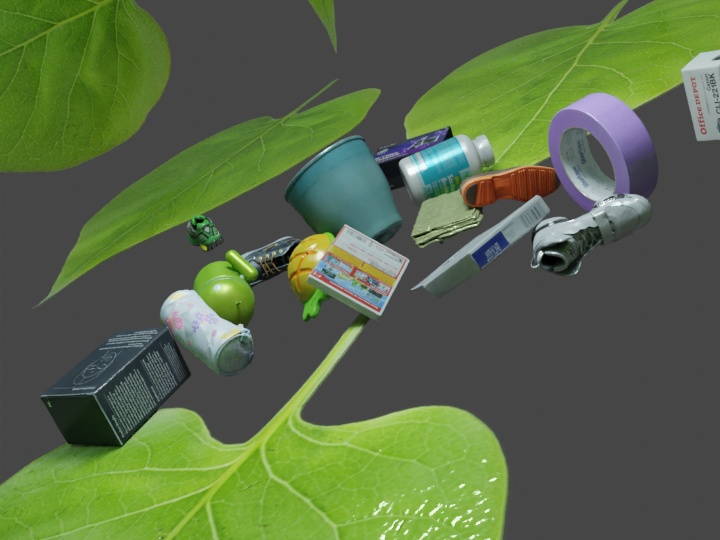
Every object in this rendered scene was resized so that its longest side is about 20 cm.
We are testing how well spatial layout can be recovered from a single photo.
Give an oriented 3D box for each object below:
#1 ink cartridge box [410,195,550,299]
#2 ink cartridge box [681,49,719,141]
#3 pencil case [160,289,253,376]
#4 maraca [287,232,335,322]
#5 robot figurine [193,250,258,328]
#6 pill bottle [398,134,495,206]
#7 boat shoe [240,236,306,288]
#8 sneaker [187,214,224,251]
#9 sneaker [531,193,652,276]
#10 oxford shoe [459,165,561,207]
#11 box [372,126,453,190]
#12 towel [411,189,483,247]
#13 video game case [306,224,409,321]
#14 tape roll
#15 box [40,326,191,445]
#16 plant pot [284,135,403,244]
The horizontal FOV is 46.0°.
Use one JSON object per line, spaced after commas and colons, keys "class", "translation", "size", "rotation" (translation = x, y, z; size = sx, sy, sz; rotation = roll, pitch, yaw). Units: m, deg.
{"class": "ink cartridge box", "translation": [0.201, -0.030, 1.437], "size": [0.199, 0.041, 0.200], "rotation": [-37, 0, -31]}
{"class": "ink cartridge box", "translation": [0.686, -0.314, 1.500], "size": [0.083, 0.146, 0.199], "rotation": [-35, 24, -30]}
{"class": "pencil case", "translation": [-0.273, 0.108, 1.497], "size": [0.199, 0.092, 0.082], "rotation": [28, 14, 40]}
{"class": "maraca", "translation": [-0.080, 0.009, 1.583], "size": [0.138, 0.106, 0.201], "rotation": [-59, 21, 27]}
{"class": "robot figurine", "translation": [-0.266, 0.054, 1.655], "size": [0.176, 0.115, 0.200], "rotation": [-50, 22, 6]}
{"class": "pill bottle", "translation": [0.190, -0.225, 1.848], "size": [0.197, 0.112, 0.111], "rotation": [-23, 21, 2]}
{"class": "boat shoe", "translation": [-0.194, -0.017, 1.807], "size": [0.199, 0.072, 0.090], "rotation": [-34, 19, -30]}
{"class": "sneaker", "translation": [-0.419, -0.115, 2.254], "size": [0.077, 0.086, 0.199], "rotation": [-30, 22, -19]}
{"class": "sneaker", "translation": [0.355, -0.049, 1.323], "size": [0.198, 0.076, 0.115], "rotation": [-18, 22, 28]}
{"class": "oxford shoe", "translation": [0.288, -0.174, 1.645], "size": [0.196, 0.072, 0.073], "rotation": [-6, 24, -3]}
{"class": "box", "translation": [0.128, -0.269, 2.067], "size": [0.197, 0.080, 0.141], "rotation": [-14, 20, 22]}
{"class": "towel", "translation": [0.178, -0.110, 1.697], "size": [0.146, 0.037, 0.201], "rotation": [-17, 23, 18]}
{"class": "video game case", "translation": [0.000, 0.000, 1.516], "size": [0.018, 0.142, 0.201], "rotation": [-63, -3, 34]}
{"class": "tape roll", "translation": [0.403, -0.191, 1.424], "size": [0.065, 0.203, 0.200], "rotation": [-27, 21, -16]}
{"class": "box", "translation": [-0.424, 0.201, 1.487], "size": [0.147, 0.108, 0.200], "rotation": [-7, 26, 35]}
{"class": "plant pot", "translation": [-0.018, -0.128, 1.683], "size": [0.199, 0.189, 0.200], "rotation": [-36, -9, -7]}
